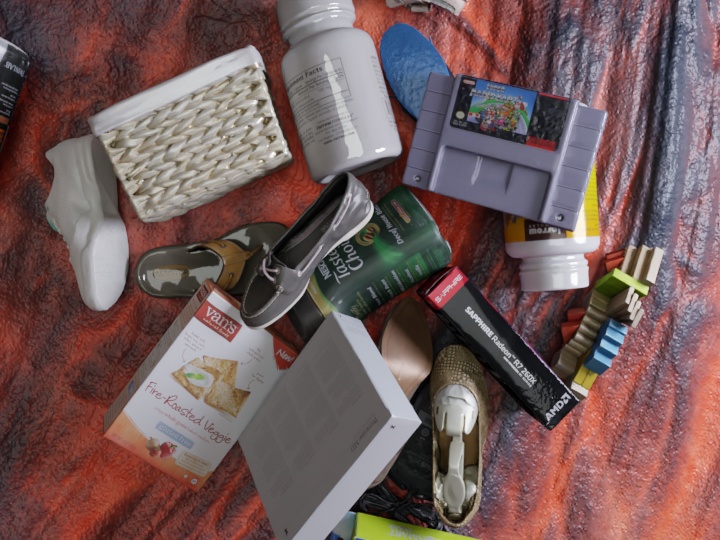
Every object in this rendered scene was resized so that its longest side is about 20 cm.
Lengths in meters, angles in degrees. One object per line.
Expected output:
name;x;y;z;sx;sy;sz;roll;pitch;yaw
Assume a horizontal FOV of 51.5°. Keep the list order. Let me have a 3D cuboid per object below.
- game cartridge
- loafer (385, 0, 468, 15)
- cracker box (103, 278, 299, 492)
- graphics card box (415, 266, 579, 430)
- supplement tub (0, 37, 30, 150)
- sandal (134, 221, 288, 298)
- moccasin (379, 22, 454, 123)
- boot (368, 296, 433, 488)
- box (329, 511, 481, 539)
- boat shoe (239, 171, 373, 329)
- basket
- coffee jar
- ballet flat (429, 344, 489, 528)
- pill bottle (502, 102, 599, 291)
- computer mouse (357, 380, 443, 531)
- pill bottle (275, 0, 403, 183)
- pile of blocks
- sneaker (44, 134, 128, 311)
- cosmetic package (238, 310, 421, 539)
game cartridge;0.151;-0.132;0.800;0.196;0.038;0.133;17;101;19
loafer;0.031;-0.342;0.879;0.197;0.072;0.064;30;107;6
cracker box;-0.181;0.132;0.855;0.133;0.058;0.202;37;89;-24
graphics card box;0.150;0.082;0.846;0.051;0.125;0.201;-42;89;-1
supplement tub;-0.464;-0.173;0.844;0.120;0.123;0.205;20;89;0
sandal;-0.174;-0.010;0.879;0.194;0.055;0.084;-6;90;0
moccasin;0.086;-0.191;0.875;0.079;0.068;0.203;-31;90;8
boot;0.014;0.146;0.851;0.069;0.146;0.203;26;48;-17
box;0.054;0.358;0.868;0.195;0.048;0.125;13;111;-1
boat shoe;-0.068;-0.027;0.814;0.200;0.057;0.066;-47;49;-10
basket;-0.179;-0.146;0.841;0.196;0.136;0.126;-23;94;0
coffee jar;0.000;0.000;0.855;0.198;0.086;0.105;-36;55;0
ballet flat;0.108;0.187;0.819;0.069;0.065;0.206;-3;97;12
pill bottle;0.215;-0.082;0.853;0.106;0.109;0.206;-4;90;0
computer mouse;0.077;0.208;0.886;0.137;0.053;0.203;31;100;2
pill bottle;-0.029;-0.212;0.849;0.111;0.114;0.205;-16;90;0
pile of blocks;0.276;0.054;0.867;0.061;0.082;0.204;27;91;-1
sneaker;-0.331;-0.052;0.879;0.086;0.075;0.206;-8;84;12
cosmetic package;-0.041;0.171;0.790;0.051;0.152;0.201;20;116;-39
